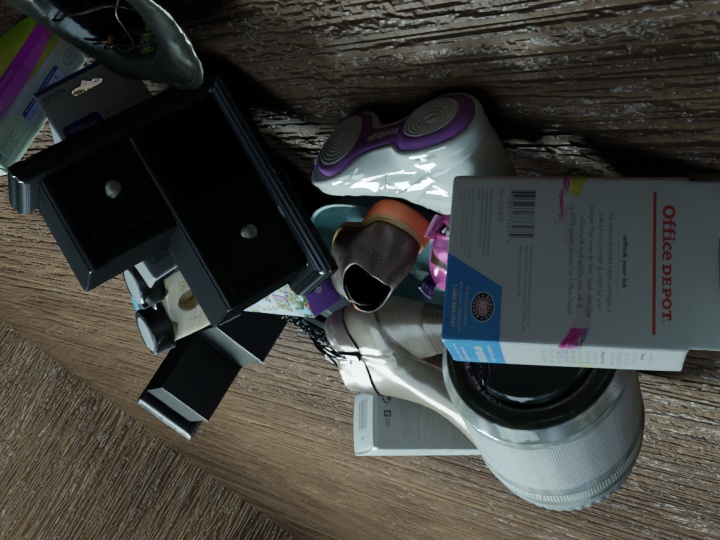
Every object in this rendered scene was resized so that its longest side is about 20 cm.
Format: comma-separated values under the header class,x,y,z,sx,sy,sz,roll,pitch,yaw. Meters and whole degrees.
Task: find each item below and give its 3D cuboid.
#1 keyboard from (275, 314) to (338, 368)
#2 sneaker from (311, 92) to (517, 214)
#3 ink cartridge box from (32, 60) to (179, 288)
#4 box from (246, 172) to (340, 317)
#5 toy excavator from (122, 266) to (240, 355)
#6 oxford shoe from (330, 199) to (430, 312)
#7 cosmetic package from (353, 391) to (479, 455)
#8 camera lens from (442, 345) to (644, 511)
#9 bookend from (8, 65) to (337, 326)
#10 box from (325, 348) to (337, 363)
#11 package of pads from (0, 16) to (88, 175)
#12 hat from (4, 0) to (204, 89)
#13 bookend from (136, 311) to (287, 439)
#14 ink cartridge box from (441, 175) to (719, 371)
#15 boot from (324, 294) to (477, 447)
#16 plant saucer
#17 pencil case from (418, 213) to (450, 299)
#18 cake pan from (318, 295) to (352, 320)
class,x,y,z,sx,sy,sz,roll,pitch,yaw
keyboard,-0.027,0.090,1.147,0.198,0.040,0.104,27,169,27
sneaker,0.036,-0.074,0.785,0.100,0.076,0.198,44,155,-30
ink cartridge box,-0.207,-0.095,0.936,0.202,0.099,0.039,57,155,1
box,-0.108,-0.025,1.053,0.199,0.039,0.139,2,120,58
toy excavator,-0.215,-0.048,1.014,0.200,0.099,0.197,44,149,39
oxford shoe,0.000,0.000,0.901,0.070,0.073,0.200,31,161,-3
cosmetic package,0.097,0.167,1.125,0.196,0.076,0.102,4,167,-12
camera lens,0.166,0.107,0.896,0.158,0.162,0.201,17,156,30
bookend,-0.158,-0.031,0.854,0.201,0.198,0.092,59,158,2
box,0.045,0.120,1.266,0.197,0.035,0.111,25,158,15
package of pads,-0.359,-0.164,1.006,0.068,0.156,0.198,37,158,-29
hat,-0.189,-0.221,0.755,0.198,0.082,0.201,25,167,6
bookend,-0.173,0.105,1.294,0.092,0.201,0.199,37,157,-15
ink cartridge box,0.158,0.003,0.679,0.196,0.118,0.068,2,164,14
boot,0.053,0.107,1.020,0.144,0.070,0.203,-8,117,30
plant saucer,0.046,-0.013,0.965,0.197,0.036,0.201,27,159,11
pencil case,0.148,0.002,0.785,0.197,0.092,0.094,15,164,28
cake pan,-0.003,0.055,1.132,0.198,0.037,0.200,30,171,5
